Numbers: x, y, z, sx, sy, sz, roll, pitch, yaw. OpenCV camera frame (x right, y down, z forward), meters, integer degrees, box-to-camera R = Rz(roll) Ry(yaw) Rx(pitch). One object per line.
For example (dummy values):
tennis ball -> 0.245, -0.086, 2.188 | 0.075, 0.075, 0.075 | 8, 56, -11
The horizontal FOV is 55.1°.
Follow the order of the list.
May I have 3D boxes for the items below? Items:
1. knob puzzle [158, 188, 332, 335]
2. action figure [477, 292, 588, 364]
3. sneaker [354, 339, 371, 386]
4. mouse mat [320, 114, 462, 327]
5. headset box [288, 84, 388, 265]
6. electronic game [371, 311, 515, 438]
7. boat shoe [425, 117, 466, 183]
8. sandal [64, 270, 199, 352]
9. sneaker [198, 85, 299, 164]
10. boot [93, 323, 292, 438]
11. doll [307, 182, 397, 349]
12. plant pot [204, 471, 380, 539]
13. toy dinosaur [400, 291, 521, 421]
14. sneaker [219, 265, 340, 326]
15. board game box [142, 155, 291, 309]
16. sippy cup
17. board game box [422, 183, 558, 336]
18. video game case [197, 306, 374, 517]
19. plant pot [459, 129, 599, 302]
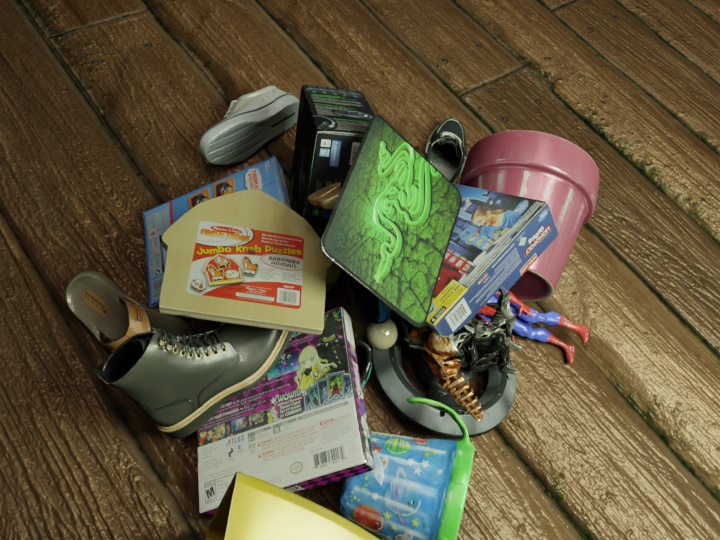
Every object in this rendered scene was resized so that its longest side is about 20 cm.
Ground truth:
knob puzzle -> -0.127, -0.015, 0.788 | 0.214, 0.031, 0.223 | 9, 46, -10
action figure -> 0.211, 0.063, 0.946 | 0.196, 0.066, 0.052 | 25, 40, 2
sneaker -> -0.051, 0.158, 0.806 | 0.070, 0.081, 0.201 | 32, 55, 9
mouse mat -> 0.042, -0.058, 0.777 | 0.160, 0.007, 0.203 | 37, 55, -25
headset box -> -0.037, -0.133, 0.918 | 0.090, 0.178, 0.201 | 3, 30, -13
electronic game -> 0.108, 0.124, 0.894 | 0.195, 0.042, 0.203 | 9, 47, -10
boat shoe -> 0.137, -0.181, 1.098 | 0.074, 0.061, 0.203 | 16, 54, -2
sandal -> -0.275, 0.062, 0.815 | 0.198, 0.055, 0.083 | 35, 87, 12
sneaker -> -0.178, -0.223, 1.052 | 0.070, 0.074, 0.199 | 33, 45, 21
boot -> -0.168, 0.080, 0.738 | 0.200, 0.139, 0.077 | -47, 51, -10
doll -> 0.000, 0.000, 0.808 | 0.048, 0.136, 0.204 | -26, 108, -13
plant pot -> -0.063, 0.329, 0.626 | 0.172, 0.201, 0.204 | 15, 53, -12
toy dinosaur -> 0.121, 0.092, 0.855 | 0.132, 0.103, 0.205 | -7, 68, -5
sneaker -> -0.122, 0.021, 0.899 | 0.104, 0.077, 0.198 | 35, 48, 28
board game box -> -0.181, -0.046, 0.885 | 0.196, 0.037, 0.154 | -22, 57, 8
sippy cup -> 0.048, 0.240, 0.753 | 0.127, 0.142, 0.180 | 14, 44, 10
board game box -> 0.106, -0.032, 0.868 | 0.200, 0.062, 0.199 | -45, 42, -9
video game case -> -0.091, 0.155, 0.766 | 0.196, 0.036, 0.185 | -21, 56, 13
plant pot -> 0.225, -0.064, 0.972 | 0.195, 0.201, 0.183 | 17, 69, -1
